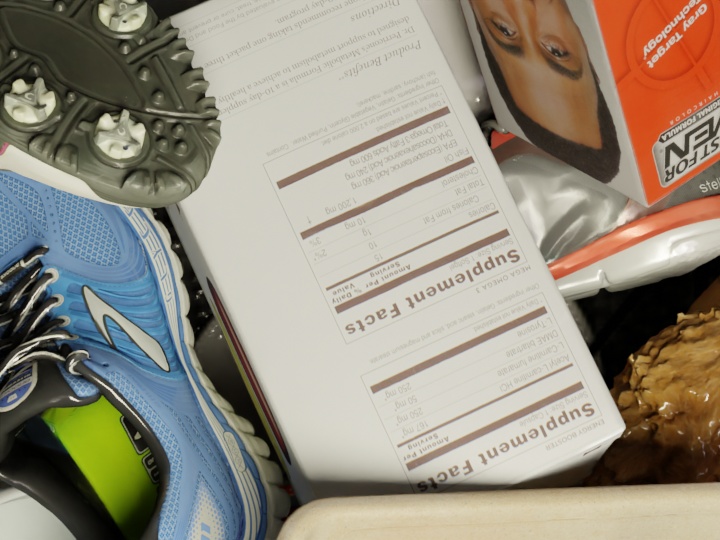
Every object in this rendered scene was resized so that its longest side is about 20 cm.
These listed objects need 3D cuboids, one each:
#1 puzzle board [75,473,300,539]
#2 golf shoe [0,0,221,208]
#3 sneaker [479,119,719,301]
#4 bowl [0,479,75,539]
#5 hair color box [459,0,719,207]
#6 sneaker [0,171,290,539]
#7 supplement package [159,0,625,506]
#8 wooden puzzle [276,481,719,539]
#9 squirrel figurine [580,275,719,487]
[{"bbox_3d":[-0.039,0.152,0.959,0.199,0.017,0.152,-7,119,-39],"label":"puzzle board"},{"bbox_3d":[-0.131,-0.067,0.814,0.077,0.199,0.088,-47,155,-33],"label":"golf shoe"},{"bbox_3d":[0.053,-0.020,0.950,0.198,0.077,0.083,-15,83,-4],"label":"sneaker"},{"bbox_3d":[-0.175,0.153,0.904,0.201,0.090,0.202,-32,136,-37],"label":"bowl"},{"bbox_3d":[0.074,-0.132,0.843,0.061,0.101,0.201,-33,125,-18],"label":"hair color box"},{"bbox_3d":[-0.103,0.031,0.850,0.079,0.201,0.089,-44,156,22],"label":"sneaker"},{"bbox_3d":[0.000,0.000,0.851,0.109,0.114,0.201,-24,78,-6],"label":"supplement package"},{"bbox_3d":[0.050,0.157,0.814,0.198,0.046,0.186,-3,125,-24],"label":"wooden puzzle"},{"bbox_3d":[0.134,0.100,0.962,0.187,0.142,0.199,-49,154,26],"label":"squirrel figurine"}]
